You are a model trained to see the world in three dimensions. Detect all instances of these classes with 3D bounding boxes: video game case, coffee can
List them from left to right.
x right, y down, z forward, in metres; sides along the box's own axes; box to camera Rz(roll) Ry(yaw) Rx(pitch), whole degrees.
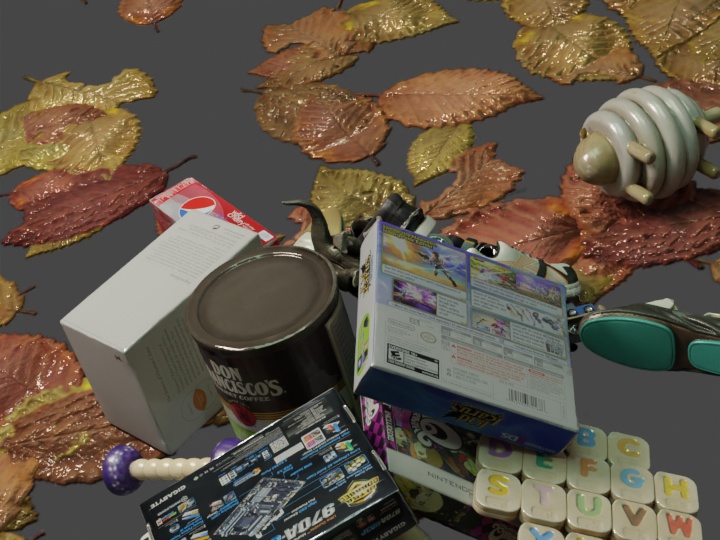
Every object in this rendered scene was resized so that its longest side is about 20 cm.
[{"bbox_3d":[-0.068,0.098,1.490,0.146,0.200,0.146,-11,38,9],"label":"coffee can"},{"bbox_3d":[0.082,0.152,1.403,0.036,0.181,0.200,-50,25,29],"label":"video game case"},{"bbox_3d":[0.094,0.060,1.394,0.200,0.045,0.181,19,43,-15],"label":"video game case"}]

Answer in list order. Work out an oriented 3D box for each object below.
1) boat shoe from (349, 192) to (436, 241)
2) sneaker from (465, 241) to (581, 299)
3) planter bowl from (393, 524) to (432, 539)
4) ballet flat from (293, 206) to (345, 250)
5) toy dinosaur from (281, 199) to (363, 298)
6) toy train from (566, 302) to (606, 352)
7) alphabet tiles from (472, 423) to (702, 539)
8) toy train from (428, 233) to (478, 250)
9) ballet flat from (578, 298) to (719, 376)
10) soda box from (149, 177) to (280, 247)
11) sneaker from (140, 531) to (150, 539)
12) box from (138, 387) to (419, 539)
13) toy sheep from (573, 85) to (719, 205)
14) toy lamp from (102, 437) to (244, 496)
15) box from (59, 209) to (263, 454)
[{"bbox_3d":[0.013,-0.030,1.651,0.074,0.060,0.200,-50,7,-21],"label":"boat shoe"},{"bbox_3d":[0.157,0.004,1.559,0.074,0.080,0.200,-18,-4,35],"label":"sneaker"},{"bbox_3d":[-0.020,0.268,1.314,0.200,0.135,0.200,-12,37,9],"label":"planter bowl"},{"bbox_3d":[-0.058,0.019,1.630,0.069,0.063,0.200,-29,50,55],"label":"ballet flat"},{"bbox_3d":[0.000,0.000,1.498,0.077,0.200,0.102,-69,15,-8],"label":"toy dinosaur"},{"bbox_3d":[0.161,0.066,1.534,0.200,0.034,0.046,-11,45,-22],"label":"toy train"},{"bbox_3d":[0.197,0.195,1.344,0.200,0.015,0.196,13,34,0],"label":"alphabet tiles"},{"bbox_3d":[0.084,0.041,1.606,0.114,0.085,0.200,18,47,21],"label":"toy train"},{"bbox_3d":[0.314,0.065,1.498,0.200,0.068,0.068,12,35,18],"label":"ballet flat"},{"bbox_3d":[-0.163,-0.035,1.801,0.063,0.070,0.200,-34,41,-19],"label":"soda box"},{"bbox_3d":[-0.161,0.287,1.397,0.088,0.076,0.200,-29,20,5],"label":"sneaker"},{"bbox_3d":[-0.071,0.199,1.269,0.200,0.046,0.159,-31,34,-5],"label":"box"},{"bbox_3d":[0.319,-0.139,1.697,0.200,0.138,0.138,-16,35,-23],"label":"toy sheep"},{"bbox_3d":[-0.164,0.190,1.493,0.200,0.058,0.058,-6,37,37],"label":"toy lamp"},{"bbox_3d":[-0.187,0.061,1.623,0.106,0.152,0.200,21,51,38],"label":"box"}]
